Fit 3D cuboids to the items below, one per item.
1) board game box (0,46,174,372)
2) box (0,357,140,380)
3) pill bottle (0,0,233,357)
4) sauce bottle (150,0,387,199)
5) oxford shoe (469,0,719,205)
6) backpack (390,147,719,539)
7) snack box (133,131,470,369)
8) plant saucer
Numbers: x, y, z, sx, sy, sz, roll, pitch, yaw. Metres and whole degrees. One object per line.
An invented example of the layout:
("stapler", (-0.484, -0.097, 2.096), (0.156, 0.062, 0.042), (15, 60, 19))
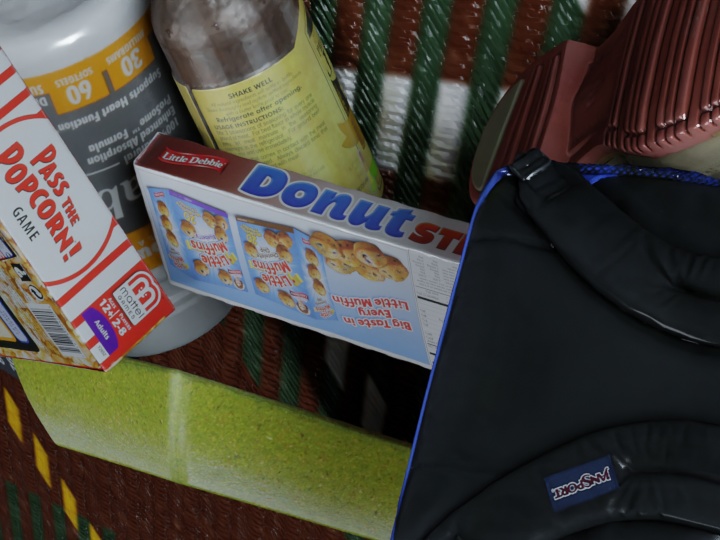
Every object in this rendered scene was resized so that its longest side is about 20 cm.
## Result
("board game box", (-0.184, -0.032, 1.153), (0.200, 0.046, 0.152), (4, 132, 56))
("box", (-0.195, -0.037, 1.408), (0.200, 0.104, 0.148), (26, 148, 48))
("pill bottle", (-0.121, -0.062, 1.206), (0.116, 0.116, 0.201), (31, 151, 40))
("sauce bottle", (-0.046, -0.087, 1.089), (0.065, 0.065, 0.201), (24, 146, 48))
("oxford shoe", (0.113, -0.052, 0.857), (0.074, 0.071, 0.200), (26, 161, -20))
("backpack", (0.131, 0.063, 0.822), (0.199, 0.163, 0.168), (7, 159, 17))
("snack box", (0.000, 0.000, 1.066), (0.199, 0.024, 0.072), (17, 142, 27))
("plant saucer", (-0.052, 0.086, 1.248), (0.199, 0.048, 0.200), (19, 175, -30))
